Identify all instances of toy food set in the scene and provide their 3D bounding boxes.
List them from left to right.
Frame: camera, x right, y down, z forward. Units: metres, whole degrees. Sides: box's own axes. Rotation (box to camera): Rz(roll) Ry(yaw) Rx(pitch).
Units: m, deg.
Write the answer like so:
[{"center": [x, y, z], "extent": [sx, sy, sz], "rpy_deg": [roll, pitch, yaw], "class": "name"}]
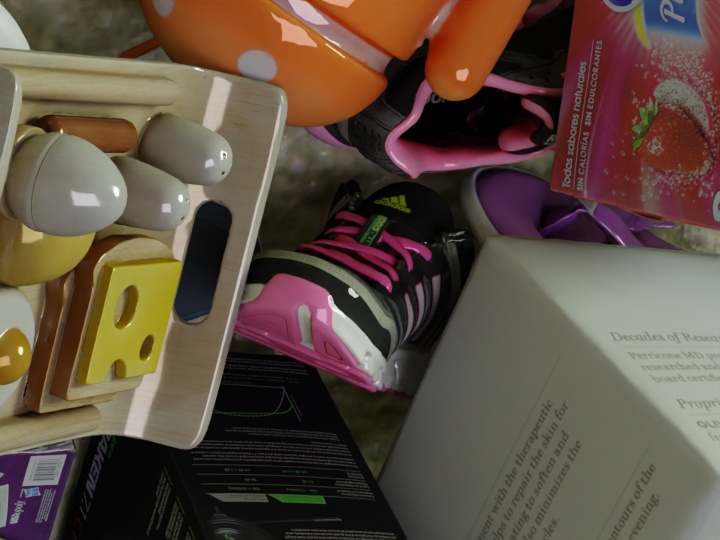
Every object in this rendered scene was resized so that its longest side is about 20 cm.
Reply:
[{"center": [-0.087, 0.004, 0.736], "extent": [0.200, 0.060, 0.144], "rpy_deg": [-6, 112, -67], "class": "toy food set"}]

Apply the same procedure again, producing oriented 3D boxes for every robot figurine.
[{"center": [-0.008, -0.139, 0.853], "extent": [0.144, 0.117, 0.200], "rpy_deg": [32, 98, -33], "class": "robot figurine"}]

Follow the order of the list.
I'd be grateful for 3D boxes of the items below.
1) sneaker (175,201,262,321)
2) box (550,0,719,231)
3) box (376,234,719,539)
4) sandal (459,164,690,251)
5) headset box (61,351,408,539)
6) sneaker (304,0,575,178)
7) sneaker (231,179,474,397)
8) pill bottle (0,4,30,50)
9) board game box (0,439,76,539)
[{"center": [-0.114, 0.013, 0.863], "extent": [0.202, 0.146, 0.077], "rpy_deg": [3, 111, -27], "class": "sneaker"}, {"center": [0.150, -0.121, 0.868], "extent": [0.100, 0.095, 0.200], "rpy_deg": [-13, 113, -54], "class": "box"}, {"center": [0.129, 0.114, 0.922], "extent": [0.200, 0.171, 0.199], "rpy_deg": [3, 121, -37], "class": "box"}, {"center": [0.123, -0.014, 0.994], "extent": [0.203, 0.083, 0.050], "rpy_deg": [19, 124, -42], "class": "sandal"}, {"center": [-0.054, 0.159, 0.912], "extent": [0.093, 0.200, 0.174], "rpy_deg": [4, 122, -26], "class": "headset box"}, {"center": [0.077, -0.075, 0.937], "extent": [0.200, 0.095, 0.079], "rpy_deg": [-11, 116, -21], "class": "sneaker"}, {"center": [0.000, 0.000, 0.910], "extent": [0.088, 0.074, 0.200], "rpy_deg": [-67, 165, 0], "class": "sneaker"}, {"center": [-0.217, -0.059, 0.741], "extent": [0.112, 0.200, 0.113], "rpy_deg": [-35, 133, -50], "class": "pill bottle"}, {"center": [-0.194, 0.126, 0.901], "extent": [0.120, 0.032, 0.200], "rpy_deg": [-5, 141, -26], "class": "board game box"}]
